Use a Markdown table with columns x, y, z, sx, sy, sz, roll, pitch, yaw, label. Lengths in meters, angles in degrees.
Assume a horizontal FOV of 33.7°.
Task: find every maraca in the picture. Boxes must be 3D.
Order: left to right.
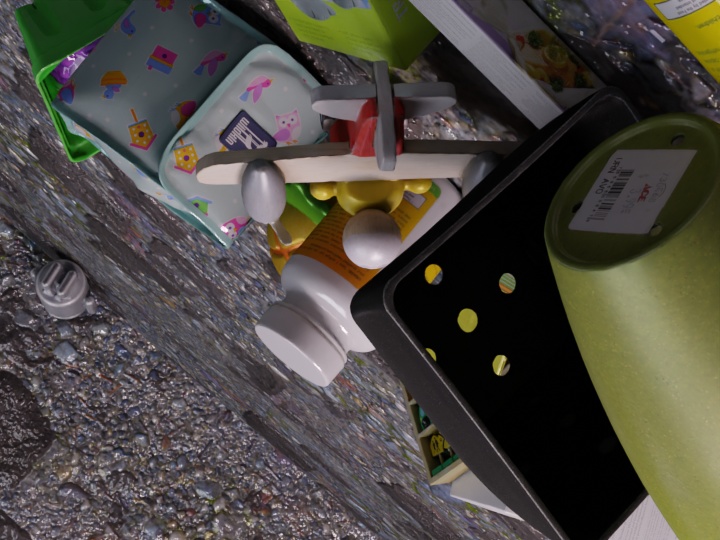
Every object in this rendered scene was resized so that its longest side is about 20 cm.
| x | y | z | sx | sy | sz | roll | pitch | yaw | label |
| --- | --- | --- | --- | --- | --- | --- | --- | --- | --- |
| -0.044 | -0.037 | 1.202 | 0.137 | 0.107 | 0.200 | 29 | 159 | 35 | maraca |

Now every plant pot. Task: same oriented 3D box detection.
| x | y | z | sx | sy | sz | roll | pitch | yaw | label |
| --- | --- | --- | --- | --- | --- | --- | --- | --- | --- |
| 0.105 | 0.031 | 0.764 | 0.200 | 0.199 | 0.177 | 53 | 161 | -12 | plant pot |
| 0.180 | 0.026 | 0.576 | 0.200 | 0.188 | 0.187 | 44 | 163 | -29 | plant pot |

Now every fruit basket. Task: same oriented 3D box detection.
| x | y | z | sx | sy | sz | roll | pitch | yaw | label |
| --- | --- | --- | --- | --- | --- | --- | --- | --- | --- |
| -0.244 | -0.182 | 1.228 | 0.216 | 0.155 | 0.216 | 53 | 166 | 19 | fruit basket |

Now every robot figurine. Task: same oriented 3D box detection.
| x | y | z | sx | sy | sz | roll | pitch | yaw | label |
| --- | --- | --- | --- | --- | --- | --- | --- | --- | --- |
| -0.672 | 0.044 | 2.687 | 0.169 | 0.113 | 0.200 | 31 | 162 | 4 | robot figurine |

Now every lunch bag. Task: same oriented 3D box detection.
| x | y | z | sx | sy | sz | roll | pitch | yaw | label |
| --- | --- | --- | --- | --- | --- | --- | --- | --- | --- |
| -0.140 | -0.138 | 1.047 | 0.200 | 0.171 | 0.122 | 37 | 170 | 6 | lunch bag |

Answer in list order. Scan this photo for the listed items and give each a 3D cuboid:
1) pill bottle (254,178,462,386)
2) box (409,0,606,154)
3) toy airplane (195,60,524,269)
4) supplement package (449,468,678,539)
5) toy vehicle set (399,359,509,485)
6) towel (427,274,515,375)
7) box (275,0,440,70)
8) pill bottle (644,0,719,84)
| x | y | z | sx | sy | sz | roll | pitch | yaw | label |
| --- | --- | --- | --- | --- | --- | --- | --- | --- | --- |
| 0.000 | 0.000 | 1.048 | 0.111 | 0.200 | 0.111 | 35 | 162 | 13 | pill bottle |
| 0.086 | -0.154 | 0.761 | 0.200 | 0.039 | 0.041 | 43 | 161 | -9 | box |
| 0.011 | -0.072 | 0.873 | 0.199 | 0.142 | 0.199 | -1 | 180 | 39 | toy airplane |
| 0.207 | 0.200 | 1.156 | 0.199 | 0.110 | 0.114 | 21 | 170 | -21 | supplement package |
| 0.107 | 0.105 | 1.104 | 0.200 | 0.026 | 0.125 | -47 | 52 | 49 | toy vehicle set |
| 0.102 | 0.042 | 1.044 | 0.086 | 0.018 | 0.201 | 34 | 121 | 32 | towel |
| -0.034 | -0.232 | 0.804 | 0.122 | 0.048 | 0.200 | 25 | 158 | 43 | box |
| 0.198 | -0.115 | 0.517 | 0.200 | 0.104 | 0.104 | 44 | 162 | -13 | pill bottle |
